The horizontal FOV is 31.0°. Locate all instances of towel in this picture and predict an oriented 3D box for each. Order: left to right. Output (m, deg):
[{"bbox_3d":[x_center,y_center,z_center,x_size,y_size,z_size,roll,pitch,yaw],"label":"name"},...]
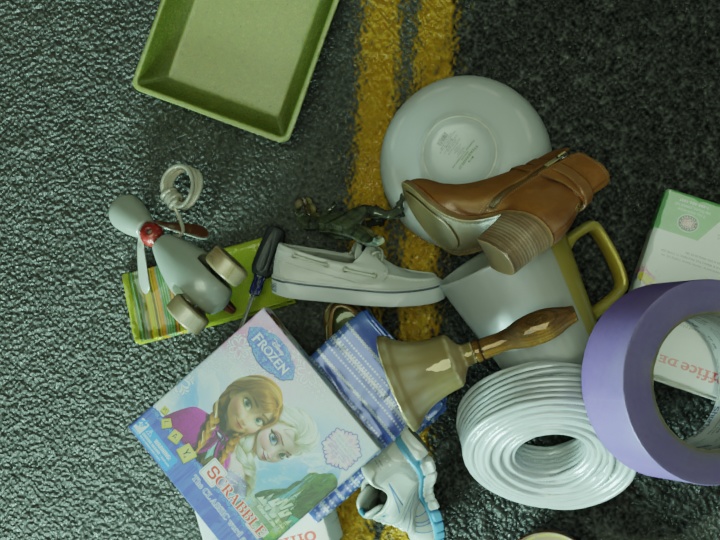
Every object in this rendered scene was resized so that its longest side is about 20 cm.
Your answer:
[{"bbox_3d":[-0.179,0.022,1.520,0.198,0.018,0.087,-15,88,6],"label":"towel"},{"bbox_3d":[-0.020,0.158,1.417,0.200,0.024,0.145,-42,85,1],"label":"towel"}]

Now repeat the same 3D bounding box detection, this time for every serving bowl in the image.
[{"bbox_3d":[0.114,-0.126,1.455,0.198,0.066,0.202,-1,84,12],"label":"serving bowl"}]

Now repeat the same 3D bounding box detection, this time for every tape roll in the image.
[{"bbox_3d":[0.328,0.111,1.300,0.198,0.085,0.202,1,87,-19],"label":"tape roll"}]

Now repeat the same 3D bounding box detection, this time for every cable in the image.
[{"bbox_3d":[0.203,0.181,1.394,0.198,0.201,0.070,-9,44,13],"label":"cable"}]

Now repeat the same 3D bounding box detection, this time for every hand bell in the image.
[{"bbox_3d":[0.127,0.080,1.332,0.199,0.104,0.105,-22,86,8],"label":"hand bell"}]

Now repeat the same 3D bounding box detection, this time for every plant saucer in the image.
[{"bbox_3d":[-0.138,-0.271,1.507,0.199,0.048,0.201,20,91,7],"label":"plant saucer"}]

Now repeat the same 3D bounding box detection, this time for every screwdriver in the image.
[{"bbox_3d":[-0.128,0.044,1.492,0.028,0.029,0.201,19,88,9],"label":"screwdriver"}]

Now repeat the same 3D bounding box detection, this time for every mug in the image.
[{"bbox_3d":[0.202,0.037,1.415,0.186,0.149,0.154,-29,93,12],"label":"mug"}]

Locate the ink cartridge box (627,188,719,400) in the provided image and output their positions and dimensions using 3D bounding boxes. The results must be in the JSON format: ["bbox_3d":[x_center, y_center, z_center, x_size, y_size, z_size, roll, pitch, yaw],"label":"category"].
[{"bbox_3d":[0.369,0.030,1.419,0.144,0.088,0.201,18,90,7],"label":"ink cartridge box"}]

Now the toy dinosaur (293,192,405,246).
[{"bbox_3d":[0.001,-0.055,1.449,0.088,0.200,0.048,-20,109,-27],"label":"toy dinosaur"}]

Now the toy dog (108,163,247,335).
[{"bbox_3d":[-0.201,-0.010,1.488,0.131,0.096,0.201,-28,63,6],"label":"toy dog"}]

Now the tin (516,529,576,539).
[{"bbox_3d":[0.248,0.370,1.451,0.199,0.042,0.112,33,97,6],"label":"tin"}]

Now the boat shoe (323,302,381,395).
[{"bbox_3d":[0.004,0.126,1.467,0.075,0.074,0.201,-23,86,6],"label":"boat shoe"}]

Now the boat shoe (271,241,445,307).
[{"bbox_3d":[0.000,0.000,1.458,0.198,0.072,0.066,5,102,-2],"label":"boat shoe"}]

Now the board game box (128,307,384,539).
[{"bbox_3d":[-0.112,0.179,1.398,0.199,0.041,0.200,-42,83,3],"label":"board game box"}]

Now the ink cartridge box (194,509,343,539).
[{"bbox_3d":[-0.118,0.231,1.475,0.145,0.086,0.202,-17,85,5],"label":"ink cartridge box"}]

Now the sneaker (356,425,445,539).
[{"bbox_3d":[0.038,0.250,1.410,0.086,0.201,0.075,-28,48,-13],"label":"sneaker"}]

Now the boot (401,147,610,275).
[{"bbox_3d":[0.150,-0.086,1.368,0.155,0.200,0.077,-41,127,-18],"label":"boot"}]
